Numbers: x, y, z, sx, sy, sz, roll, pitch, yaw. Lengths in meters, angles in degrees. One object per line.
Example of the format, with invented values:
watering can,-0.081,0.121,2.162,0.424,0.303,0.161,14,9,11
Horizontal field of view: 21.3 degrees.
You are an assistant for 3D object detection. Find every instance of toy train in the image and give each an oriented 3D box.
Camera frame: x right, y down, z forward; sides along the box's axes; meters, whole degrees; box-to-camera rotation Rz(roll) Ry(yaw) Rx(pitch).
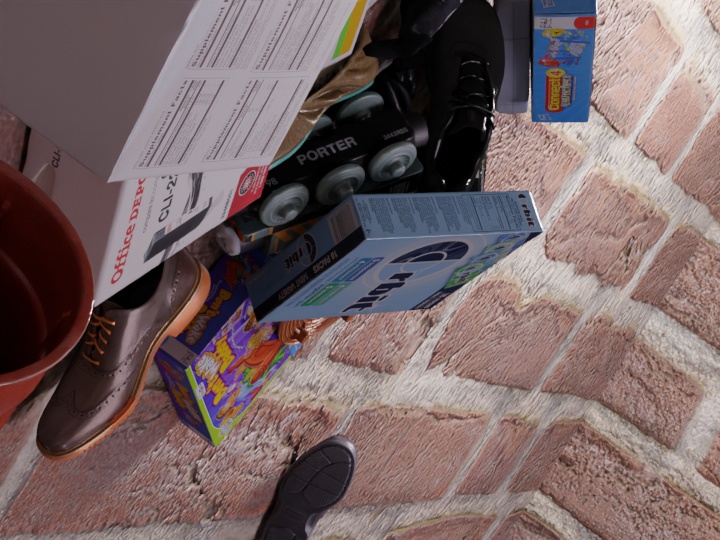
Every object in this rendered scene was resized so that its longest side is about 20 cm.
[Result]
toy train,-0.035,-0.073,1.606,0.199,0.085,0.114,-23,151,-22

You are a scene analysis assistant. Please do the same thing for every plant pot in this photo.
plant pot,-0.281,0.054,1.108,0.201,0.201,0.196,-33,160,-50

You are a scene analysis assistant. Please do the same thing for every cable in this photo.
cable,-0.012,-0.112,1.709,0.163,0.051,0.201,-23,144,-59

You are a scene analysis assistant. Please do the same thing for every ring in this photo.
ring,0.000,0.000,1.789,0.200,0.019,0.201,-43,165,-14

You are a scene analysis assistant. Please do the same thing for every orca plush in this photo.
orca plush,0.046,-0.240,1.624,0.105,0.071,0.200,-34,-168,45

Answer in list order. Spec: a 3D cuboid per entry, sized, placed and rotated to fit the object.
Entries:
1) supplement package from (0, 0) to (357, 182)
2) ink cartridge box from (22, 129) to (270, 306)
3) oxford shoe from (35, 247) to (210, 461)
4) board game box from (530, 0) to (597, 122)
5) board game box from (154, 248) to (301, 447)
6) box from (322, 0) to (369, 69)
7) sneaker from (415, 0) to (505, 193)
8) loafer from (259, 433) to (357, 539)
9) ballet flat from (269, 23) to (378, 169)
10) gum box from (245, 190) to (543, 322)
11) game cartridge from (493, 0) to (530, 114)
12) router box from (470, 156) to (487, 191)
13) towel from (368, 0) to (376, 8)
supplement package,-0.125,-0.160,1.167,0.151,0.152,0.200,-61,162,18
ink cartridge box,-0.144,-0.086,1.359,0.200,0.084,0.145,-36,155,-45
oxford shoe,-0.201,0.057,1.517,0.200,0.071,0.073,-58,146,-16
board game box,0.183,-0.269,1.756,0.196,0.056,0.201,79,10,-65
board game box,-0.120,0.067,1.753,0.135,0.045,0.200,-50,162,-17
box,-0.046,-0.241,1.295,0.101,0.112,0.201,-34,151,-50
sneaker,0.092,-0.143,1.664,0.091,0.076,0.201,153,-53,-76
loafer,-0.060,0.257,2.235,0.200,0.072,0.063,-59,-178,31
ballet flat,-0.051,-0.150,1.538,0.200,0.068,0.073,-40,137,-41
gum box,0.029,-0.013,1.642,0.199,0.045,0.170,-3,157,-38
game cartridge,0.142,-0.237,1.797,0.200,0.041,0.134,81,5,-64
router box,0.098,-0.140,1.836,0.200,0.051,0.150,83,13,-64
towel,0.020,-0.289,1.488,0.171,0.048,0.200,-43,159,-32
